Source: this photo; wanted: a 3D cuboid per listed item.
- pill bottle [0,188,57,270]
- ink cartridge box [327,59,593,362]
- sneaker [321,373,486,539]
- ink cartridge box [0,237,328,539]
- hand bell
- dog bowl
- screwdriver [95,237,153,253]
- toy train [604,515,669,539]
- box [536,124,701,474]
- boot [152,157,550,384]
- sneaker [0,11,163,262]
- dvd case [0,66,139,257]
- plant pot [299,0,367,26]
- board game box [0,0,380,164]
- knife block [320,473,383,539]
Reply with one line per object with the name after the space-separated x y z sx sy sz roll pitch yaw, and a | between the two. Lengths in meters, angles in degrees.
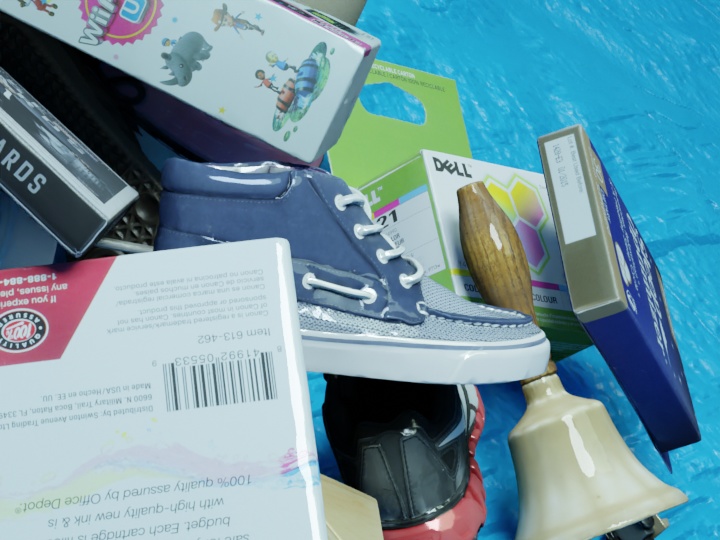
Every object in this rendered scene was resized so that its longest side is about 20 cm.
-0.233 -0.033 0.926 0.199 0.112 0.113 25 33 -29 | pill bottle
0.057 -0.047 1.290 0.147 0.076 0.202 8 63 -47 | ink cartridge box
0.022 0.067 1.111 0.201 0.070 0.099 -89 162 -65 | sneaker
-0.087 0.100 0.853 0.144 0.083 0.201 -6 62 -4 | ink cartridge box
0.091 0.048 1.174 0.104 0.104 0.201 -10 76 -55 | hand bell
-0.100 -0.105 1.228 0.199 0.074 0.201 31 32 -22 | dog bowl
-0.171 -0.019 1.029 0.199 0.028 0.029 16 61 -18 | screwdriver
0.189 0.182 1.253 0.200 0.034 0.046 52 27 14 | toy train
0.154 0.021 1.257 0.200 0.032 0.122 55 21 -51 | box
0.000 0.000 1.005 0.198 0.091 0.073 5 6 -22 | boot
-0.125 -0.047 1.109 0.201 0.070 0.076 60 17 -1 | sneaker
-0.161 -0.070 0.943 0.150 0.025 0.200 43 2 -5 | dvd case
-0.060 -0.218 1.214 0.199 0.135 0.201 30 31 -21 | plant pot
-0.094 -0.127 1.070 0.199 0.065 0.148 25 7 0 | board game box
-0.071 0.125 0.971 0.175 0.064 0.201 25 34 -28 | knife block
